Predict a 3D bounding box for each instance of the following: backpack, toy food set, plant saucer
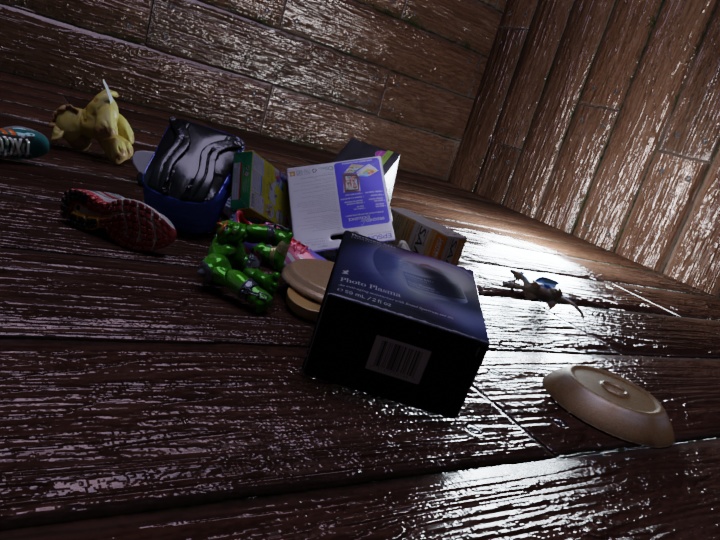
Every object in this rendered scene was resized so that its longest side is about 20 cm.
[{"bbox_3d":[-0.319,-0.162,1.147,0.161,0.168,0.201,13,48,-2],"label":"backpack"},{"bbox_3d":[-0.035,0.035,0.975,0.197,0.049,0.200,11,16,-23],"label":"toy food set"},{"bbox_3d":[0.378,0.192,0.900,0.199,0.036,0.200,16,16,-5],"label":"plant saucer"}]

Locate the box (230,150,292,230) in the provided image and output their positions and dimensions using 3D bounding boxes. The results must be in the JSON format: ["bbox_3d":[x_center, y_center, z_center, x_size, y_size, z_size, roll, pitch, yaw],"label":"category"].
[{"bbox_3d":[-0.186,-0.147,1.186,0.048,0.118,0.200,-3,-13,21],"label":"box"}]

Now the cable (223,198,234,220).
[{"bbox_3d":[-0.218,-0.142,1.352,0.199,0.070,0.200,5,19,-37],"label":"cable"}]

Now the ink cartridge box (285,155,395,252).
[{"bbox_3d":[-0.042,-0.123,1.173,0.196,0.201,0.043,-7,-26,-1],"label":"ink cartridge box"}]

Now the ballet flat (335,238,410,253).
[{"bbox_3d":[0.050,-0.033,1.189,0.198,0.073,0.068,16,16,-6],"label":"ballet flat"}]

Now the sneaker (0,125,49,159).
[{"bbox_3d":[-0.727,-0.250,1.190,0.199,0.072,0.080,-2,28,-39],"label":"sneaker"}]

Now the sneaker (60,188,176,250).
[{"bbox_3d":[-0.385,-0.091,0.977,0.199,0.078,0.082,21,14,13],"label":"sneaker"}]

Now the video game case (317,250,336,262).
[{"bbox_3d":[0.000,0.000,1.193,0.199,0.018,0.143,22,16,18],"label":"video game case"}]

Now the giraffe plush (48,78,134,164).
[{"bbox_3d":[-0.682,-0.359,1.490,0.161,0.201,0.173,-13,22,-2],"label":"giraffe plush"}]

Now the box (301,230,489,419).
[{"bbox_3d":[0.046,0.060,0.776,0.199,0.124,0.199,17,25,-4],"label":"box"}]

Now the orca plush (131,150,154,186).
[{"bbox_3d":[-0.441,-0.220,1.381,0.198,0.106,0.071,11,-22,19],"label":"orca plush"}]

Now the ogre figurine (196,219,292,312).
[{"bbox_3d":[-0.177,-0.018,0.919,0.119,0.098,0.201,17,54,-8],"label":"ogre figurine"}]

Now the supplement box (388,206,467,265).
[{"bbox_3d":[0.118,-0.050,1.294,0.073,0.127,0.199,2,20,-46],"label":"supplement box"}]

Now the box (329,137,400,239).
[{"bbox_3d":[-0.004,-0.166,1.347,0.123,0.201,0.149,20,42,11],"label":"box"}]

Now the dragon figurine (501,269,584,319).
[{"bbox_3d":[0.439,0.050,1.420,0.199,0.059,0.099,18,16,9],"label":"dragon figurine"}]

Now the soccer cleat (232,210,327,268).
[{"bbox_3d":[-0.147,-0.046,1.078,0.199,0.077,0.067,18,16,6],"label":"soccer cleat"}]
